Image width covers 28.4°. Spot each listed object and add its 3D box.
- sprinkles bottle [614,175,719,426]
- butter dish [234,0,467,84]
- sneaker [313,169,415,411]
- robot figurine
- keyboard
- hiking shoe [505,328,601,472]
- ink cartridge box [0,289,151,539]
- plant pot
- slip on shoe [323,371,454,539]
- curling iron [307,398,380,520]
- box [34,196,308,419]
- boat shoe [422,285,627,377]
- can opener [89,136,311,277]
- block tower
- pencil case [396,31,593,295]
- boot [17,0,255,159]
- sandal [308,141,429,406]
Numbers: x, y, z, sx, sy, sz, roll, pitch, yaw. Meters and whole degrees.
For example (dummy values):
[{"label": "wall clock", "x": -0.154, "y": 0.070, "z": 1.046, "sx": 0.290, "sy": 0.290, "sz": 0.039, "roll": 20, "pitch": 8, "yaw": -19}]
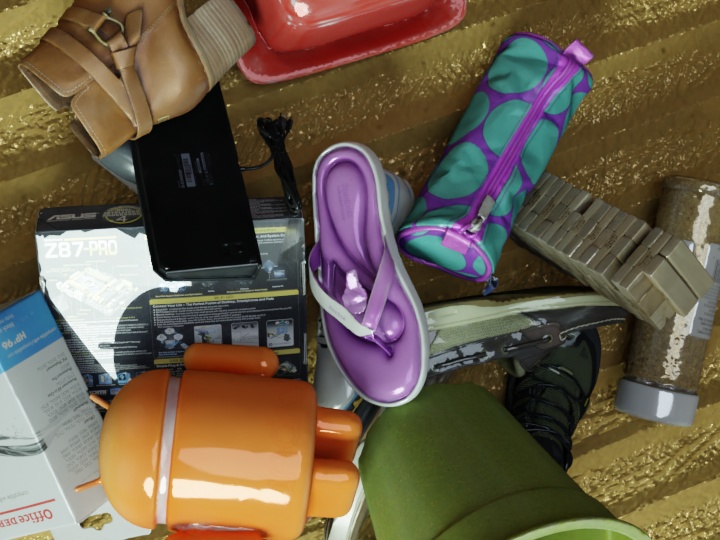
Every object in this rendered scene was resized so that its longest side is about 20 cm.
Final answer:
[{"label": "sprinkles bottle", "x": 0.264, "y": 0.025, "z": 1.185, "sx": 0.067, "sy": 0.068, "sz": 0.202, "roll": 12, "pitch": 91, "yaw": -12}, {"label": "butter dish", "x": -0.015, "y": -0.259, "z": 1.066, "sx": 0.198, "sy": 0.148, "sz": 0.202, "roll": -18, "pitch": 98, "yaw": -10}, {"label": "sneaker", "x": -0.012, "y": 0.016, "z": 1.122, "sx": 0.072, "sy": 0.072, "sz": 0.202, "roll": 15, "pitch": 84, "yaw": -27}, {"label": "robot figurine", "x": -0.100, "y": 0.129, "z": 1.018, "sx": 0.197, "sy": 0.117, "sz": 0.146, "roll": 5, "pitch": 96, "yaw": -5}, {"label": "keyboard", "x": -0.102, "y": -0.069, "z": 1.044, "sx": 0.126, "sy": 0.201, "sz": 0.021, "roll": -5, "pitch": 139, "yaw": -13}, {"label": "hiking shoe", "x": 0.151, "y": 0.131, "z": 1.151, "sx": 0.075, "sy": 0.101, "sz": 0.202, "roll": 23, "pitch": 89, "yaw": -13}, {"label": "ink cartridge box", "x": -0.250, "y": 0.130, "z": 1.055, "sx": 0.068, "sy": 0.115, "sz": 0.202, "roll": -36, "pitch": 104, "yaw": -52}, {"label": "plant pot", "x": 0.085, "y": 0.184, "z": 1.023, "sx": 0.198, "sy": 0.191, "sz": 0.202, "roll": -13, "pitch": 131, "yaw": -16}, {"label": "slip on shoe", "x": 0.026, "y": 0.136, "z": 1.142, "sx": 0.060, "sy": 0.076, "sz": 0.202, "roll": 21, "pitch": 82, "yaw": -5}, {"label": "curling iron", "x": -0.029, "y": 0.176, "z": 1.085, "sx": 0.049, "sy": 0.026, "sz": 0.202, "roll": 28, "pitch": 77, "yaw": -6}, {"label": "box", "x": -0.139, "y": 0.030, "z": 1.077, "sx": 0.197, "sy": 0.049, "sz": 0.163, "roll": -4, "pitch": 118, "yaw": -6}, {"label": "boat shoe", "x": 0.118, "y": 0.050, "z": 1.117, "sx": 0.199, "sy": 0.072, "sz": 0.067, "roll": -5, "pitch": 93, "yaw": -18}, {"label": "can opener", "x": -0.126, "y": -0.044, "z": 1.094, "sx": 0.199, "sy": 0.067, "sz": 0.053, "roll": 39, "pitch": 116, "yaw": -9}, {"label": "block tower", "x": 0.178, "y": -0.022, "z": 1.094, "sx": 0.054, "sy": 0.200, "sz": 0.058, "roll": -48, "pitch": 123, "yaw": -5}, {"label": "pencil case", "x": 0.107, "y": -0.087, "z": 1.108, "sx": 0.085, "sy": 0.092, "sz": 0.201, "roll": 34, "pitch": 70, "yaw": -15}, {"label": "boot", "x": -0.193, "y": -0.193, "z": 1.050, "sx": 0.155, "sy": 0.077, "sz": 0.201, "roll": -40, "pitch": 95, "yaw": -18}, {"label": "sandal", "x": -0.006, "y": 0.003, "z": 1.054, "sx": 0.082, "sy": 0.050, "sz": 0.205, "roll": -21, "pitch": 75, "yaw": 25}]
